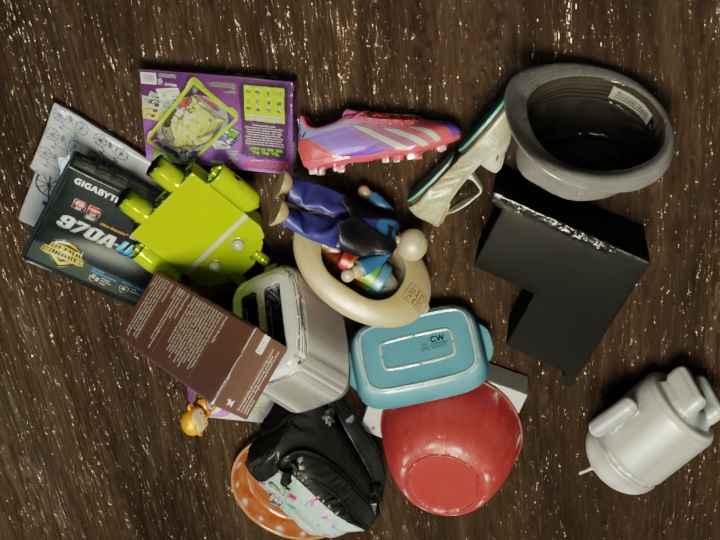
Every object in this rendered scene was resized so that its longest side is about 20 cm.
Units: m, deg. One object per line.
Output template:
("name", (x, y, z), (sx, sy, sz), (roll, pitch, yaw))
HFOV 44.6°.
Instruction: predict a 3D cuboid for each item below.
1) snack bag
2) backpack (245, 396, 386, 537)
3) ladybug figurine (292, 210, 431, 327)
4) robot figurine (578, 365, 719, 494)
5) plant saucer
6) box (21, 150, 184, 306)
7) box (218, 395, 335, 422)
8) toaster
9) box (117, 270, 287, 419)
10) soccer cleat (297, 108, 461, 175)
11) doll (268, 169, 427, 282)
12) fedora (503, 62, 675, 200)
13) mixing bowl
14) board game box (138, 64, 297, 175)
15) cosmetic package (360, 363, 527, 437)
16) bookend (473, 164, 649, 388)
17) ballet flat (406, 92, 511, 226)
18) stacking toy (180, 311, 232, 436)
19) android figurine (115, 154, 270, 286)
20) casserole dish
("snack bag", (-0.361, -0.098, 1.185), (0.187, 0.021, 0.201), (31, 119, -6))
("backpack", (-0.057, 0.275, 1.216), (0.126, 0.168, 0.200), (-21, 118, 43))
("ladybug figurine", (0.000, 0.000, 1.114), (0.199, 0.136, 0.072), (36, 157, -4))
("robot figurine", (0.375, 0.213, 1.145), (0.168, 0.114, 0.200), (28, 120, -25))
("plant saucer", (-0.100, 0.327, 1.346), (0.197, 0.032, 0.203), (5, 117, 9))
("box", (-0.320, -0.044, 1.158), (0.198, 0.046, 0.159), (27, 118, -23))
("box", (-0.135, 0.153, 1.261), (0.197, 0.036, 0.146), (4, 118, 8))
("toaster", (-0.089, 0.091, 1.118), (0.113, 0.202, 0.129), (-21, 148, 22))
("box", (-0.193, 0.086, 1.059), (0.101, 0.199, 0.075), (-59, 140, -7))
("soccer cleat", (0.020, -0.164, 1.053), (0.197, 0.067, 0.078), (-9, 94, 12))
("doll", (-0.011, -0.050, 1.059), (0.198, 0.138, 0.048), (17, 149, -19))
("fedora", (0.243, -0.141, 0.977), (0.197, 0.179, 0.091), (-7, 150, -13))
("mixing bowl", (0.114, 0.248, 1.163), (0.197, 0.109, 0.202), (6, 119, 10))
("board game box", (-0.176, -0.188, 1.097), (0.197, 0.032, 0.122), (7, 114, 9))
("cosmetic package", (0.113, 0.185, 1.219), (0.198, 0.052, 0.152), (20, 117, 1))
("bookend", (0.217, 0.008, 1.084), (0.197, 0.092, 0.202), (23, 120, 1))
("ballet flat", (0.135, -0.128, 1.047), (0.062, 0.068, 0.200), (38, 127, -8))
("stacking toy", (-0.186, 0.145, 1.134), (0.108, 0.200, 0.117), (-9, 113, 15))
("android figurine", (-0.204, -0.053, 1.114), (0.182, 0.041, 0.200), (-39, 119, 19))
("casserole dish", (0.074, 0.107, 1.137), (0.197, 0.123, 0.039), (-12, 158, 1))
